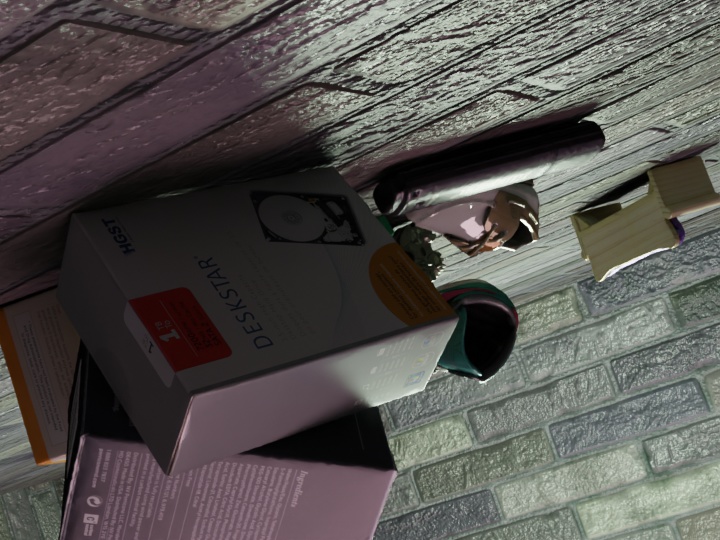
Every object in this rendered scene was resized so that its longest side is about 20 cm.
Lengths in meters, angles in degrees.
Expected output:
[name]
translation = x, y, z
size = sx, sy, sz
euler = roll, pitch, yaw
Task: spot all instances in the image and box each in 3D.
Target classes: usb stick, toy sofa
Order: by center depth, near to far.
[usb stick]
translation = 0.106, -0.082, 0.974
size = 0.200, 0.033, 0.055
euler = -16, 173, -23
[toy sofa]
translation = 0.357, -0.061, 1.528
size = 0.083, 0.098, 0.200
euler = -16, 171, -25

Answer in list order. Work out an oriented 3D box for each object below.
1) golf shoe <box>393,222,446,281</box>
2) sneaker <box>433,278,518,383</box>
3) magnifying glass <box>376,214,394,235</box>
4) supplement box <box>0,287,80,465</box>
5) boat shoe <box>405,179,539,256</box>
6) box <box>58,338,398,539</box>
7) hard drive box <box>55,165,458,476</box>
[golf shoe]
translation = 0.000, 0.000, 1.156
size = 0.097, 0.078, 0.200
euler = -17, 174, 28
[sneaker]
translation = 0.060, 0.068, 1.103
size = 0.200, 0.084, 0.121
euler = -22, -167, -13
[magnifying glass]
translation = -0.006, -0.023, 0.979
size = 0.080, 0.022, 0.200
euler = -32, -173, 9
[supplement box]
translation = -0.165, 0.059, 0.945
size = 0.200, 0.126, 0.074
euler = -19, 172, 2
[boat shoe]
translation = 0.106, -0.050, 1.066
size = 0.075, 0.068, 0.200
euler = -25, 171, 35
[box]
translation = -0.094, 0.113, 0.823
size = 0.200, 0.148, 0.107
euler = 8, 121, -15
[hard drive box]
translation = -0.066, 0.024, 0.775
size = 0.200, 0.156, 0.077
euler = -15, 143, -36
